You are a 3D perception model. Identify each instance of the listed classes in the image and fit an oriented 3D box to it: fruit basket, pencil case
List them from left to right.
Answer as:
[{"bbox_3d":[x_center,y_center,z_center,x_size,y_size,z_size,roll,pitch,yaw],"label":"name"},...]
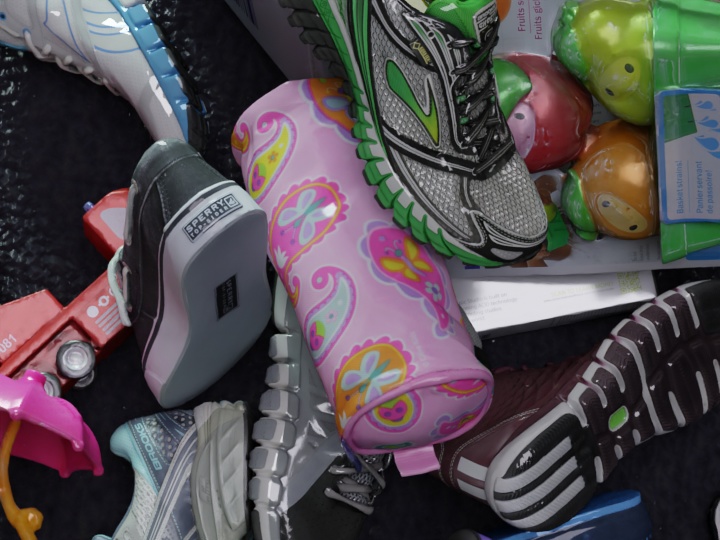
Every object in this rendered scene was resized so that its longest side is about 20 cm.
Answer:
[{"bbox_3d":[0.000,0.000,1.234,0.087,0.088,0.200,-18,61,-8],"label":"pencil case"},{"bbox_3d":[0.114,-0.072,1.259,0.199,0.094,0.186,-4,122,3],"label":"fruit basket"}]

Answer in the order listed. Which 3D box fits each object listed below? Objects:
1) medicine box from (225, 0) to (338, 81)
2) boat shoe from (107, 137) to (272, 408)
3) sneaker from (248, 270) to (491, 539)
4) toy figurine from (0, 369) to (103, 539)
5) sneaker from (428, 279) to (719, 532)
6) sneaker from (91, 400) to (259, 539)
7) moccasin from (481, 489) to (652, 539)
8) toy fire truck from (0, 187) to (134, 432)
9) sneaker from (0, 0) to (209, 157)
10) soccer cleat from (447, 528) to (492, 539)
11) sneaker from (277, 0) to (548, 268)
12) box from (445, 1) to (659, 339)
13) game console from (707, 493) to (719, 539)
[{"bbox_3d":[0.004,-0.220,1.324,0.200,0.103,0.182,-35,69,-11],"label":"medicine box"},{"bbox_3d":[-0.092,0.002,1.241,0.074,0.199,0.068,-36,71,-16],"label":"boat shoe"},{"bbox_3d":[0.010,0.076,1.278,0.115,0.075,0.201,-3,77,25],"label":"sneaker"},{"bbox_3d":[-0.186,0.140,1.210,0.199,0.150,0.184,-15,67,-13],"label":"toy figurine"},{"bbox_3d":[0.109,0.057,1.321,0.200,0.115,0.076,-33,120,-33],"label":"sneaker"},{"bbox_3d":[-0.096,0.169,1.293,0.086,0.078,0.201,-2,74,7],"label":"sneaker"},{"bbox_3d":[0.064,0.177,1.305,0.200,0.080,0.068,-24,88,5],"label":"moccasin"},{"bbox_3d":[-0.195,0.011,1.313,0.200,0.049,0.141,-43,86,-11],"label":"toy fire truck"},{"bbox_3d":[-0.154,-0.131,1.339,0.087,0.075,0.200,-32,77,-2],"label":"sneaker"},{"bbox_3d":[0.078,0.225,1.245,0.073,0.068,0.201,-7,95,-16],"label":"soccer cleat"},{"bbox_3d":[0.036,-0.090,1.192,0.200,0.085,0.078,60,41,-12],"label":"sneaker"},{"bbox_3d":[0.073,-0.065,1.361,0.144,0.036,0.201,-10,82,-7],"label":"box"},{"bbox_3d":[0.291,0.194,1.294,0.172,0.119,0.201,-10,81,-7],"label":"game console"}]
